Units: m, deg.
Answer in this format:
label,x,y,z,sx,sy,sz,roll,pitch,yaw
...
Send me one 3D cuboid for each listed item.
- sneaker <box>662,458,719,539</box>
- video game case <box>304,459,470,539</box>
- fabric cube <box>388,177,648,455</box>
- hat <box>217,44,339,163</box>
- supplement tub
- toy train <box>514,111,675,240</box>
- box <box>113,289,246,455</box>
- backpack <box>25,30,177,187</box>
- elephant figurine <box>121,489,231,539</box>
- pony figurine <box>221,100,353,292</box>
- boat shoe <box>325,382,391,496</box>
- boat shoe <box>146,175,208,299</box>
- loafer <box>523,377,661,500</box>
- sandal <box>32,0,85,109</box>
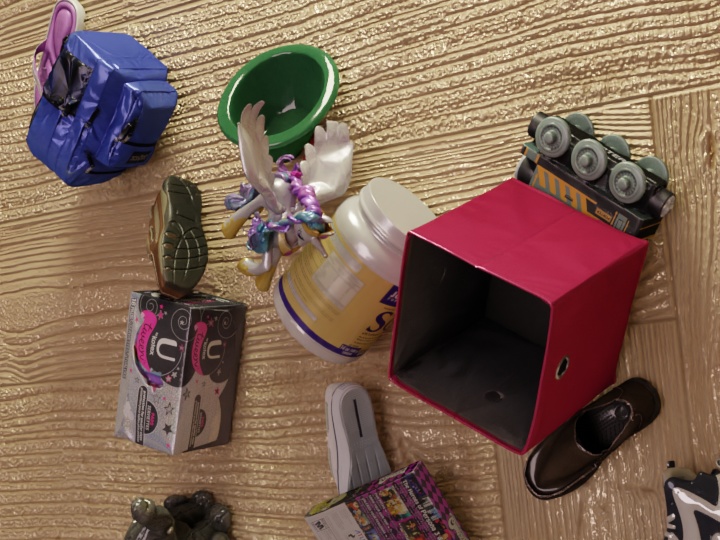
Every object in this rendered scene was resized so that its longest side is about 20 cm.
label,x,y,z,sx,sy,sz,roll,pitch,yaw
sneaker,0.353,0.283,1.502,0.199,0.079,0.131,-42,66,30
video game case,0.052,0.352,1.684,0.180,0.036,0.202,-28,99,31
fabric cube,0.172,0.046,1.504,0.199,0.198,0.199,28,126,32
hat,-0.089,-0.168,1.810,0.164,0.177,0.201,22,66,32
supplement tub,0.000,0.000,1.681,0.200,0.145,0.146,-49,67,25
toy train,0.262,-0.099,1.548,0.199,0.085,0.115,36,120,27
box,-0.245,0.135,1.853,0.113,0.132,0.203,11,97,30
backpack,-0.367,-0.212,1.904,0.168,0.162,0.201,42,112,21
elephant figurine,-0.276,0.373,1.843,0.140,0.199,0.158,-9,87,32
pony figurine,-0.094,-0.086,1.642,0.199,0.164,0.196,-28,64,53
boat shoe,-0.005,0.239,1.748,0.067,0.073,0.204,10,106,64
boat shoe,-0.256,-0.038,1.861,0.074,0.075,0.202,-43,34,35
loafer,0.254,0.194,1.566,0.200,0.071,0.073,-48,68,25
sandal,-0.462,-0.306,2.028,0.082,0.050,0.206,16,101,32
